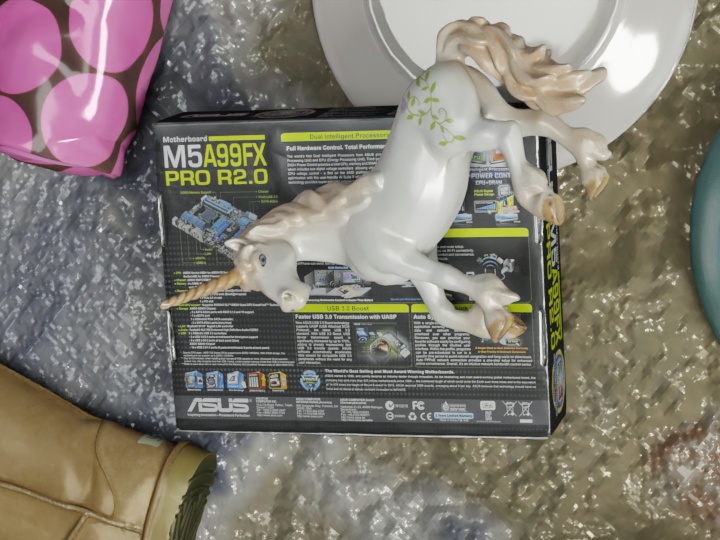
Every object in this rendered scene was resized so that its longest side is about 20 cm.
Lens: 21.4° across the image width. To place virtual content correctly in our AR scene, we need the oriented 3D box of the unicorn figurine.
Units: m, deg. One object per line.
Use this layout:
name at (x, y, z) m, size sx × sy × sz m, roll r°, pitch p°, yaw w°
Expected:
unicorn figurine at (0.025, -0.027, 0.883) m, size 0.137 × 0.074 × 0.201 m, roll 34°, pitch 94°, yaw 17°

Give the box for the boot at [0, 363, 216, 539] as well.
boot at (-0.190, 0.139, 1.019) m, size 0.199 × 0.066 × 0.176 m, roll 18°, pitch 86°, yaw 14°

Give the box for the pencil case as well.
pencil case at (-0.144, -0.151, 0.976) m, size 0.093 × 0.091 × 0.201 m, roll 21°, pitch 97°, yaw 28°

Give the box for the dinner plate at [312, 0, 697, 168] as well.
dinner plate at (0.067, -0.146, 0.944) m, size 0.198 × 0.024 × 0.202 m, roll 1°, pitch 93°, yaw 16°

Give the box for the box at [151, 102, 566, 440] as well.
box at (0.000, 0.000, 0.950) m, size 0.198 × 0.044 × 0.162 m, roll -1°, pitch 101°, yaw 17°

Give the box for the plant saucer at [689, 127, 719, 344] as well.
plant saucer at (0.243, -0.008, 0.872) m, size 0.199 × 0.027 × 0.202 m, roll 8°, pitch 107°, yaw 26°
